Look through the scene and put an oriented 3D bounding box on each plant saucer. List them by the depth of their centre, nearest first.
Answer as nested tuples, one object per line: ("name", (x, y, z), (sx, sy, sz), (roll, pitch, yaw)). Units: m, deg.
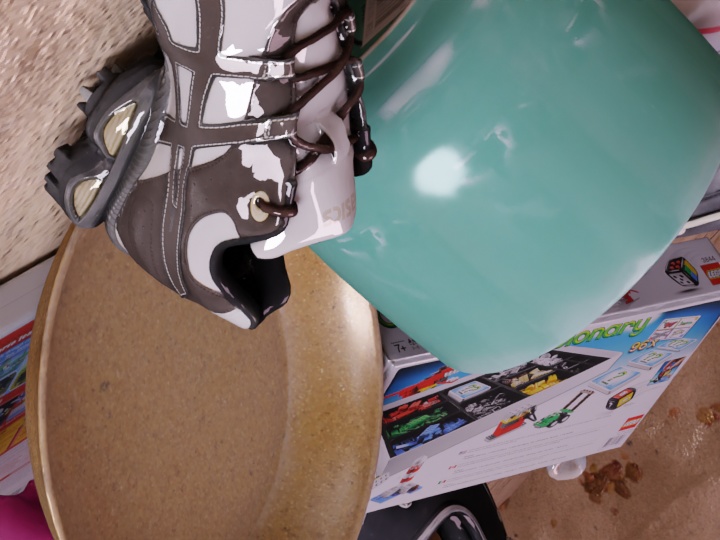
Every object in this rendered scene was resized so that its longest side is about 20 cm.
("plant saucer", (-0.060, 0.044, 0.788), (0.035, 0.202, 0.200), (-1, -162, 34))

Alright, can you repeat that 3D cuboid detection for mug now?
("mug", (0.032, -0.057, 0.784), (0.153, 0.114, 0.185), (-57, -157, -18))

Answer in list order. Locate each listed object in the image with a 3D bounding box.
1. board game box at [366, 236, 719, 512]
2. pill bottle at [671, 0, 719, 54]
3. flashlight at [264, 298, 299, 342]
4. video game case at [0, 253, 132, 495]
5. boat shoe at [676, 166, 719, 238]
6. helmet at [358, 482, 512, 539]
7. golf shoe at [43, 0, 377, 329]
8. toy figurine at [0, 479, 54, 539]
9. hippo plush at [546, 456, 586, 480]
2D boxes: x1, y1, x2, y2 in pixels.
("board game box", (0.063, 0.050, 0.970), (0.199, 0.035, 0.127), (-10, 146, -34))
("pill bottle", (0.106, -0.107, 0.926), (0.109, 0.109, 0.200), (-40, 169, -23))
("flashlight", (0.000, 0.000, 0.945), (0.199, 0.067, 0.069), (-21, 119, -55))
("video game case", (-0.138, 0.055, 0.850), (0.143, 0.017, 0.200), (-34, 164, -48))
("boat shoe", (0.102, -0.026, 0.869), (0.074, 0.061, 0.199), (-27, -179, -43))
("helmet", (-0.024, 0.135, 1.116), (0.200, 0.200, 0.191), (-45, 129, -2))
("golf shoe", (-0.023, -0.062, 0.647), (0.078, 0.094, 0.200), (-35, 164, -38))
("toy figurine", (-0.152, 0.170, 0.788), (0.185, 0.149, 0.200), (-59, -153, 20))
("hippo plush", (0.081, 0.063, 1.330), (0.159, 0.161, 0.200), (-47, 169, 9))
